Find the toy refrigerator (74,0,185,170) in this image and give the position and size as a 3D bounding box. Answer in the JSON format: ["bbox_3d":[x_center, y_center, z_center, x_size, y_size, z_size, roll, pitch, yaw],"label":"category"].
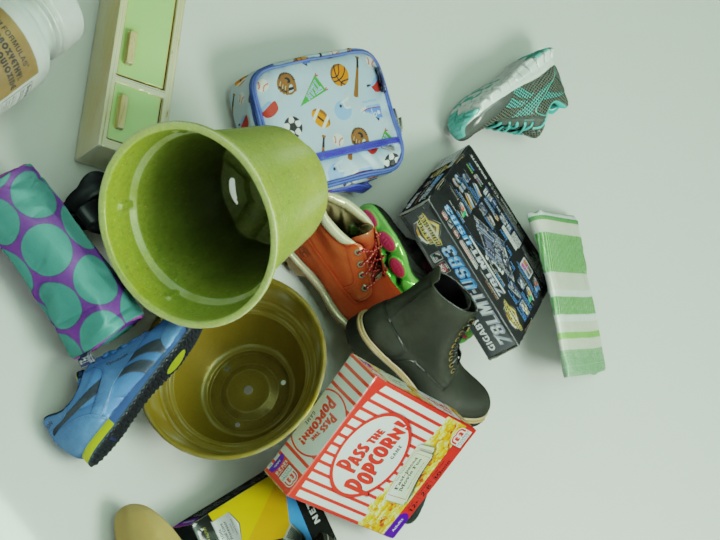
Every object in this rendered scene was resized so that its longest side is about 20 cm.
[{"bbox_3d":[-0.240,-0.207,1.678,0.075,0.070,0.202,17,69,-30],"label":"toy refrigerator"}]

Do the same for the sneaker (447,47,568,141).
[{"bbox_3d":[0.191,-0.199,1.964,0.200,0.077,0.092,-36,102,-33],"label":"sneaker"}]

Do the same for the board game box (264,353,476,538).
[{"bbox_3d":[0.013,0.186,1.655,0.152,0.046,0.200,-53,139,5],"label":"board game box"}]

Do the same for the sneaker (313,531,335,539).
[{"bbox_3d":[-0.079,0.342,1.580,0.086,0.080,0.201,32,59,-11],"label":"sneaker"}]

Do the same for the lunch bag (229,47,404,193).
[{"bbox_3d":[-0.043,-0.161,1.797,0.199,0.075,0.162,-14,88,-34],"label":"lunch bag"}]

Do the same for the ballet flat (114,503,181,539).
[{"bbox_3d":[-0.187,0.324,1.570,0.201,0.068,0.063,61,16,-7],"label":"ballet flat"}]

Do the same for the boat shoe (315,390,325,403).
[{"bbox_3d":[0.018,0.130,1.766,0.200,0.064,0.071,-37,99,-35],"label":"boat shoe"}]

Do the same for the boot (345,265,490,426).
[{"bbox_3d":[0.101,0.086,1.716,0.199,0.138,0.078,33,39,-30],"label":"boot"}]

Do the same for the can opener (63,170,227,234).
[{"bbox_3d":[-0.223,-0.068,1.664,0.199,0.064,0.079,-10,56,-45],"label":"can opener"}]

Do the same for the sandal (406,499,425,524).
[{"bbox_3d":[0.085,0.192,1.795,0.075,0.048,0.202,41,61,-41],"label":"sandal"}]

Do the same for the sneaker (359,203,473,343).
[{"bbox_3d":[0.061,-0.001,1.835,0.200,0.076,0.084,49,38,-16],"label":"sneaker"}]

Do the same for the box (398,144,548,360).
[{"bbox_3d":[0.138,-0.025,1.847,0.201,0.049,0.199,56,29,-10],"label":"box"}]

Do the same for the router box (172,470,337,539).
[{"bbox_3d":[-0.087,0.319,1.654,0.149,0.051,0.201,-28,95,-35],"label":"router box"}]

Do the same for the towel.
[{"bbox_3d":[0.251,0.028,1.934,0.152,0.023,0.202,4,74,-65],"label":"towel"}]

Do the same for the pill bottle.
[{"bbox_3d":[-0.371,-0.212,1.565,0.115,0.114,0.200,53,56,-11],"label":"pill bottle"}]

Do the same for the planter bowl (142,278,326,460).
[{"bbox_3d":[-0.124,0.111,1.641,0.198,0.084,0.202,-4,65,9],"label":"planter bowl"}]

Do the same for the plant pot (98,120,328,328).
[{"bbox_3d":[-0.127,-0.065,1.590,0.184,0.199,0.202,-30,96,-60],"label":"plant pot"}]

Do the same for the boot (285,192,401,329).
[{"bbox_3d":[0.000,0.000,1.749,0.200,0.107,0.075,44,49,-10],"label":"boot"}]

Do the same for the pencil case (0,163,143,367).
[{"bbox_3d":[-0.305,-0.007,1.573,0.201,0.092,0.085,55,21,-8],"label":"pencil case"}]

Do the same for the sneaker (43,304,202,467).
[{"bbox_3d":[-0.233,0.096,1.581,0.078,0.066,0.200,37,79,12],"label":"sneaker"}]
